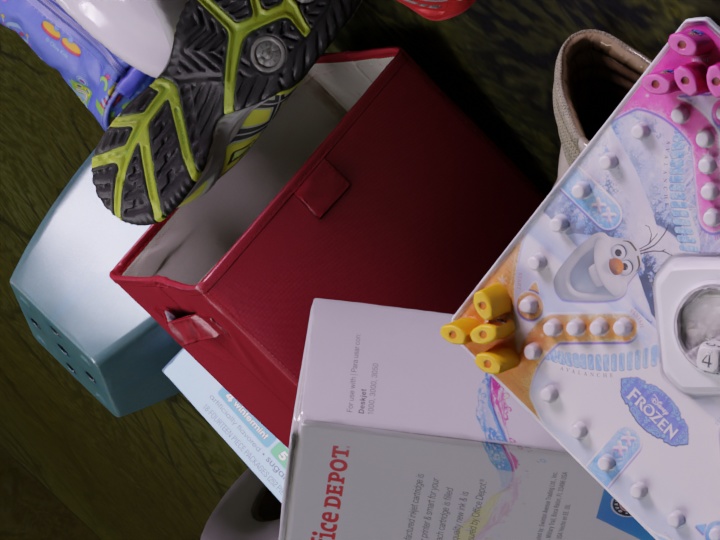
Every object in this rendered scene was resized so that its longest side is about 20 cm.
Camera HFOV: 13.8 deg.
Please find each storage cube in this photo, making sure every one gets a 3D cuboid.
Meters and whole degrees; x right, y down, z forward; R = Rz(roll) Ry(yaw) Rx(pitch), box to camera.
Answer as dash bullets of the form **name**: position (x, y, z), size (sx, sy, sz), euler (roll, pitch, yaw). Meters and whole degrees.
- **storage cube**: position (0.000, 0.000, 1.665), size (0.180, 0.200, 0.171), euler (45, 166, -17)

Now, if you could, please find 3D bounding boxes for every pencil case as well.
- **pencil case**: position (-0.204, -0.173, 2.023), size (0.200, 0.078, 0.087), euler (41, -173, 22)

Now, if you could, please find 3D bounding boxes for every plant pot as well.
- **plant pot**: position (-0.124, -0.012, 1.969), size (0.141, 0.200, 0.142), euler (42, 165, 23)

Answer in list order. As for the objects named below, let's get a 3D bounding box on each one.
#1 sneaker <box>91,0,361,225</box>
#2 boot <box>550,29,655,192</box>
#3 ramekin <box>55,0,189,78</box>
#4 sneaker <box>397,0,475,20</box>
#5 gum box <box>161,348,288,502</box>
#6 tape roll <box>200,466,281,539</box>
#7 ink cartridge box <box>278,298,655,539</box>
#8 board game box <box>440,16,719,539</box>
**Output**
- **sneaker**: position (-0.070, -0.111, 1.631), size (0.075, 0.200, 0.076), euler (48, -159, 5)
- **boot**: position (0.143, -0.001, 1.399), size (0.155, 0.072, 0.200), euler (88, 157, -53)
- **ramekin**: position (-0.136, -0.214, 1.683), size (0.200, 0.098, 0.201), euler (45, 166, 15)
- **sneaker**: position (-0.018, -0.179, 1.485), size (0.200, 0.077, 0.085), euler (38, 168, 37)
- **gum box**: position (-0.002, 0.060, 1.863), size (0.170, 0.200, 0.045), euler (48, -150, 3)
- **tape roll**: position (0.004, 0.192, 2.124), size (0.139, 0.203, 0.203), euler (52, 165, -17)
- **ink cartridge box**: position (0.061, 0.097, 1.507), size (0.199, 0.085, 0.145), euler (6, 142, -2)
- **board game box**: position (0.158, 0.026, 1.319), size (0.200, 0.200, 0.026), euler (45, -152, 14)
